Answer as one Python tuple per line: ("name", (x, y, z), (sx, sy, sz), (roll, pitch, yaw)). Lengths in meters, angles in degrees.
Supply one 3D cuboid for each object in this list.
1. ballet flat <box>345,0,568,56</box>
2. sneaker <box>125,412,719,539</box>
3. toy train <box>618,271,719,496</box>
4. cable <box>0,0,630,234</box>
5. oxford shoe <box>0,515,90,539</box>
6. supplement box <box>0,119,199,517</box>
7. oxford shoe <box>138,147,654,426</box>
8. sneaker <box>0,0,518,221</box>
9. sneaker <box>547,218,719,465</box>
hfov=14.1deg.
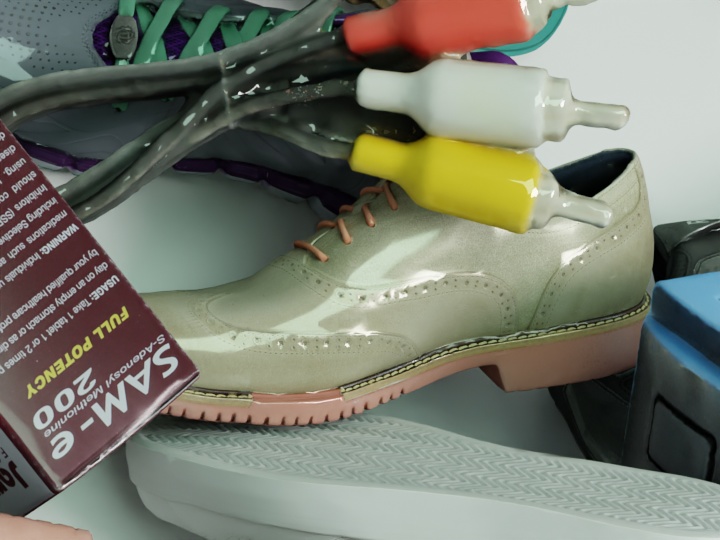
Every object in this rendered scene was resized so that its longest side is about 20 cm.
("ballet flat", (-0.002, -0.115, 0.943), (0.200, 0.072, 0.068), (8, 103, -59))
("sneaker", (0.017, 0.108, 0.853), (0.074, 0.199, 0.116), (-27, 124, -59))
("toy train", (0.135, 0.089, 0.893), (0.114, 0.087, 0.201), (-7, 118, -27))
("cable", (-0.023, -0.057, 0.850), (0.199, 0.050, 0.098), (-2, 89, -2))
("oxford shoe", (-0.044, 0.119, 0.771), (0.199, 0.071, 0.074), (11, 65, -5))
("supplement box", (-0.145, -0.018, 0.813), (0.061, 0.109, 0.200), (-41, 93, -33))
("oxford shoe", (0.000, 0.000, 0.892), (0.199, 0.071, 0.074), (-9, 112, -27))
("sneaker", (-0.038, -0.068, 0.904), (0.199, 0.087, 0.075), (11, 66, -26))
("sneaker", (0.144, 0.005, 0.976), (0.200, 0.067, 0.091), (-36, 70, -17))
